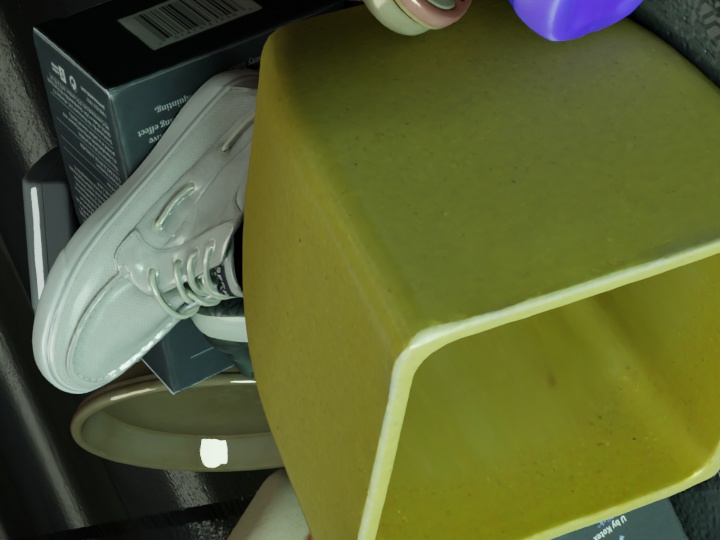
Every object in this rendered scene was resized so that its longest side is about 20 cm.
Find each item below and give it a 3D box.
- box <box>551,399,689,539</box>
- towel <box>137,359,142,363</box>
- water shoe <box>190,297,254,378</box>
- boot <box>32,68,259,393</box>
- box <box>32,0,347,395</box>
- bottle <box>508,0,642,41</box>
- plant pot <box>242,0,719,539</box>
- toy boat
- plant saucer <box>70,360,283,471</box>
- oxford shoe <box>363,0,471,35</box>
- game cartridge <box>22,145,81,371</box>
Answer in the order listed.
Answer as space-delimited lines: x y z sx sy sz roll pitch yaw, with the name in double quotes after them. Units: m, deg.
0.102 0.170 0.976 0.201 0.106 0.122 62 160 -11 "box"
-0.131 -0.037 1.293 0.200 0.023 0.145 -83 -14 -56 "towel"
0.004 0.033 1.055 0.199 0.072 0.079 12 149 34 "water shoe"
-0.089 -0.007 1.023 0.073 0.201 0.096 29 -173 -41 "boot"
-0.082 -0.059 1.133 0.107 0.148 0.201 39 145 49 "box"
0.051 -0.190 0.810 0.200 0.065 0.084 57 151 22 "bottle"
0.046 -0.012 0.842 0.200 0.195 0.195 59 155 32 "plant pot"
-0.041 0.229 1.406 0.130 0.131 0.200 31 153 3 "toy boat"
-0.083 0.089 1.254 0.200 0.199 0.030 124 146 -65 "plant saucer"
0.001 -0.151 0.864 0.070 0.075 0.200 39 -156 -30 "oxford shoe"
-0.166 -0.015 1.255 0.200 0.041 0.134 -33 -64 -79 "game cartridge"
